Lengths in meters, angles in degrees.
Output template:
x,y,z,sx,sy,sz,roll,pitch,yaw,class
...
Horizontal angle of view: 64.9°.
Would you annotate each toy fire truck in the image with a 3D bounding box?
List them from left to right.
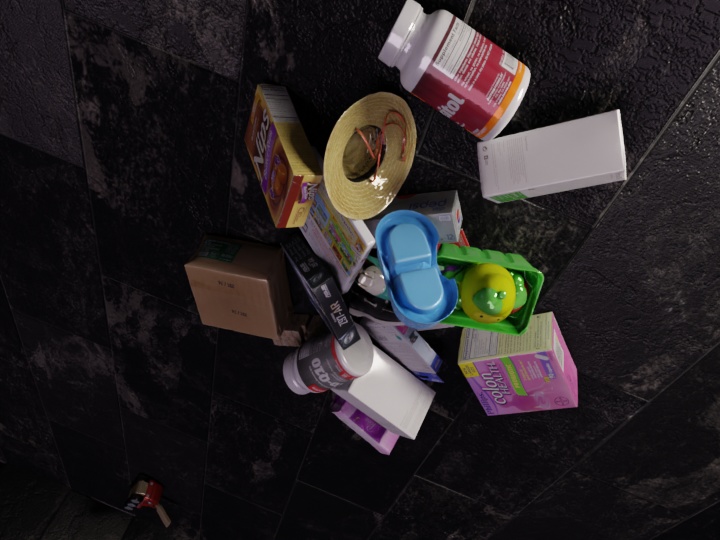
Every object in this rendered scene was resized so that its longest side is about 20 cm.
x,y,z,sx,sy,sz,roll,pitch,yaw,class
-0.844,0.940,2.300,0.195,0.132,0.176,25,136,-21,toy fire truck

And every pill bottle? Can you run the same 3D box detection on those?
x,y,z,sx,sy,sz,roll,pitch,yaw,class
-0.073,0.196,1.226,0.197,0.116,0.114,-29,118,38,pill bottle
0.126,-0.280,0.785,0.196,0.115,0.114,30,135,-8,pill bottle

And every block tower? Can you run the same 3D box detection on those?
x,y,z,sx,sy,sz,roll,pitch,yaw,class
-0.120,0.140,1.312,0.192,0.055,0.059,2,132,19,block tower

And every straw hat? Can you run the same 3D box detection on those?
x,y,z,sx,sy,sz,roll,pitch,yaw,class
-0.005,-0.191,0.910,0.084,0.199,0.205,29,147,42,straw hat

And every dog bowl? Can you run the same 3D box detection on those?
x,y,z,sx,sy,sz,roll,pitch,yaw,class
0.085,0.001,0.920,0.107,0.206,0.050,-10,154,-12,dog bowl

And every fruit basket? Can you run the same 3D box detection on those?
x,y,z,sx,sy,sz,roll,pitch,yaw,class
0.210,0.044,0.971,0.208,0.217,0.160,13,123,8,fruit basket

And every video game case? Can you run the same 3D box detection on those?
x,y,z,sx,sy,sz,roll,pitch,yaw,class
-0.057,-0.083,1.002,0.203,0.022,0.183,58,152,16,video game case

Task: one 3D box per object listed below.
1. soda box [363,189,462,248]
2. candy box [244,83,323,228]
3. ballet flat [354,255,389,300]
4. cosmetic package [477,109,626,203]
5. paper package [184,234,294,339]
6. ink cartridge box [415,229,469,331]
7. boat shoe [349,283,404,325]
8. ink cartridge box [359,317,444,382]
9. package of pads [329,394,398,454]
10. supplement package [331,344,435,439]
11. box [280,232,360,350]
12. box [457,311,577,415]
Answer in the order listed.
x,y,z,sx,sy,sz,roll,pitch,yaw,class
0.080,-0.090,1.011,0.193,0.069,0.065,-3,131,23,soda box
-0.130,-0.186,0.918,0.055,0.205,0.118,-5,146,-29,candy box
0.000,0.000,1.073,0.198,0.070,0.069,36,117,20,ballet flat
0.279,-0.161,0.827,0.194,0.107,0.089,-7,88,28,cosmetic package
-0.257,0.036,1.233,0.192,0.105,0.195,10,133,13,paper package
0.150,0.026,1.110,0.171,0.045,0.203,-11,127,30,ink cartridge box
0.046,0.066,1.129,0.197,0.072,0.063,10,103,55,boat shoe
0.097,0.166,1.238,0.201,0.042,0.118,50,152,-22,ink cartridge box
0.025,0.349,1.398,0.200,0.122,0.075,44,158,-22,package of pads
0.051,0.275,1.300,0.198,0.122,0.120,37,160,-16,supplement package
-0.079,0.038,1.115,0.043,0.200,0.163,-30,127,-9,box
0.324,0.197,1.165,0.194,0.098,0.178,-13,126,31,box
